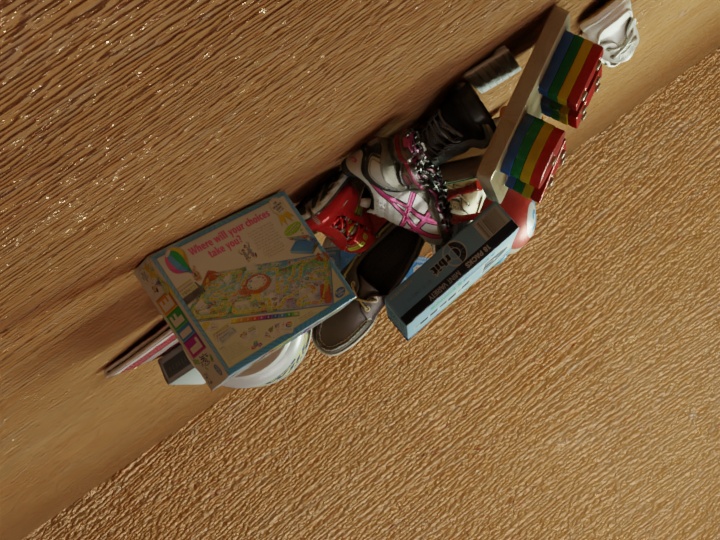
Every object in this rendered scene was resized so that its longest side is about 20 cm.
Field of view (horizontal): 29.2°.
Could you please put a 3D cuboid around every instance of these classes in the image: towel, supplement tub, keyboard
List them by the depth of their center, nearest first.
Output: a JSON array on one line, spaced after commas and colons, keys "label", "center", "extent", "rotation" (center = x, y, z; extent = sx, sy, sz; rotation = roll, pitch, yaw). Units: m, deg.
[{"label": "keyboard", "center": [0.152, -0.226, 1.577], "extent": [0.056, 0.011, 0.200], "rotation": [-36, 175, 10]}, {"label": "supplement tub", "center": [-0.131, 0.061, 1.579], "extent": [0.144, 0.146, 0.200], "rotation": [-35, 176, -1]}, {"label": "towel", "center": [-0.235, 0.078, 1.804], "extent": [0.143, 0.023, 0.200], "rotation": [-35, 174, 24]}]

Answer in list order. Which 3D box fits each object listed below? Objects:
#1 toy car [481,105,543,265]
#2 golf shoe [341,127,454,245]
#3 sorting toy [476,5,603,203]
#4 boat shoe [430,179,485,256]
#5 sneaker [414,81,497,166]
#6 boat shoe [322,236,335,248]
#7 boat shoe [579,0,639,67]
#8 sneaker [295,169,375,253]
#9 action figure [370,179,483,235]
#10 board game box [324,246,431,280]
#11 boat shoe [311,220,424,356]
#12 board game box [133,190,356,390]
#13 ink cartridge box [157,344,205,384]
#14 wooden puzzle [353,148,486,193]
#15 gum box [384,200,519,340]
[{"label": "toy car", "center": [0.209, -0.142, 1.986], "extent": [0.201, 0.176, 0.184], "rotation": [-52, 178, 31]}, {"label": "golf shoe", "center": [0.046, -0.087, 1.537], "extent": [0.091, 0.073, 0.200], "rotation": [-13, 147, 16]}, {"label": "sorting toy", "center": [0.209, -0.170, 1.558], "extent": [0.201, 0.069, 0.200], "rotation": [-65, 170, 0]}, {"label": "boat shoe", "center": [0.137, -0.099, 1.879], "extent": [0.065, 0.070, 0.202], "rotation": [-63, 164, -57]}, {"label": "sneaker", "center": [0.087, -0.144, 1.563], "extent": [0.115, 0.076, 0.200], "rotation": [-33, 176, -2]}, {"label": "boat shoe", "center": [0.018, -0.073, 1.868], "extent": [0.200, 0.074, 0.065], "rotation": [-46, 171, 3]}, {"label": "boat shoe", "center": [0.319, -0.295, 1.726], "extent": [0.070, 0.070, 0.200], "rotation": [-34, 175, 8]}, {"label": "sneaker", "center": [-0.017, -0.060, 1.565], "extent": [0.077, 0.085, 0.200], "rotation": [-37, 176, 10]}, {"label": "action figure", "center": [0.065, -0.063, 1.749], "extent": [0.197, 0.066, 0.099], "rotation": [-11, 174, 15]}, {"label": "board game box", "center": [0.000, 0.000, 1.783], "extent": [0.198, 0.037, 0.150], "rotation": [8, 171, -41]}, {"label": "boat shoe", "center": [0.010, 0.014, 1.633], "extent": [0.201, 0.072, 0.060], "rotation": [-52, 180, -2]}, {"label": "board game box", "center": [-0.108, 0.014, 1.345], "extent": [0.199, 0.135, 0.034], "rotation": [-30, 174, -47]}, {"label": "ink cartridge box", "center": [-0.152, 0.090, 1.882], "extent": [0.199, 0.044, 0.173], "rotation": [-34, 162, 20]}, {"label": "wooden puzzle", "center": [0.101, -0.120, 1.720], "extent": [0.183, 0.038, 0.200], "rotation": [-11, -172, 24]}, {"label": "gum box", "center": [0.105, 0.005, 1.633], "extent": [0.170, 0.045, 0.200], "rotation": [-41, 172, -3]}]
